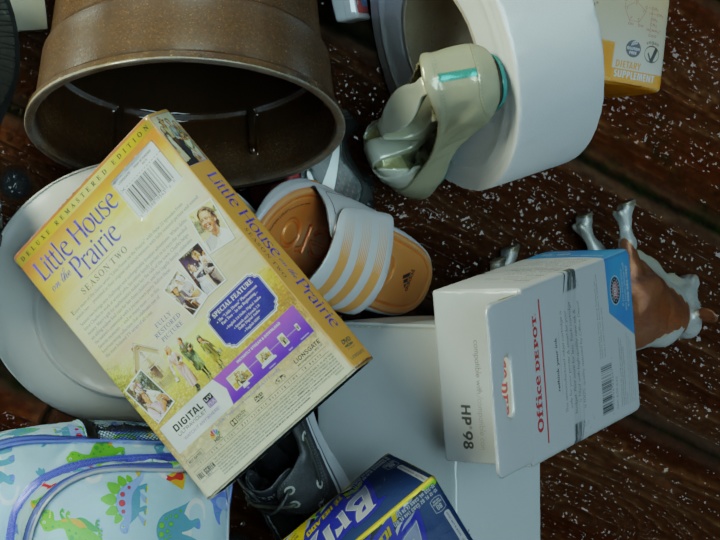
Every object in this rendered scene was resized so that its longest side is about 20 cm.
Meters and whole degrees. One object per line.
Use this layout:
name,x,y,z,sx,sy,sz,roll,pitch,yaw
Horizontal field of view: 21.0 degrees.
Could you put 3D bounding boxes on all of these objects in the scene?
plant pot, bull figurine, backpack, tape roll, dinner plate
plant pot,-0.109,-0.179,1.244,0.200,0.200,0.198,9,68,-24
bull figurine,0.175,0.021,1.451,0.200,0.065,0.121,-24,97,-24
backpack,-0.183,0.186,1.251,0.200,0.147,0.183,4,88,-21
tape roll,0.083,-0.159,1.333,0.071,0.202,0.203,-20,99,-23
dinner plate,-0.148,0.022,1.280,0.200,0.024,0.200,-3,116,-7

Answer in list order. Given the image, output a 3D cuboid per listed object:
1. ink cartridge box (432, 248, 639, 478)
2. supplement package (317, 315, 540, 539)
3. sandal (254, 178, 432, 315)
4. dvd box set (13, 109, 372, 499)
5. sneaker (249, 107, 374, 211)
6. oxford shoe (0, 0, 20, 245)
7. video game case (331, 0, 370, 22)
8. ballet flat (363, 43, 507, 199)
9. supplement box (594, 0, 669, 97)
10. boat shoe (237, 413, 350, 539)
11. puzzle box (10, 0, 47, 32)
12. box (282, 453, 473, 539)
ink cartridge box,0.108,0.057,1.269,0.200,0.067,0.116,-16,104,-55
supplement package,0.048,0.133,1.347,0.117,0.117,0.200,-3,93,-54
sandal,0.003,-0.008,1.303,0.207,0.059,0.079,15,94,-52
dvd box set,-0.106,0.022,1.191,0.200,0.146,0.029,50,28,6
sneaker,-0.034,-0.027,1.352,0.098,0.071,0.201,-3,94,-26
oxford shoe,-0.265,-0.094,1.243,0.073,0.084,0.200,8,85,-22
video game case,-0.024,-0.269,1.319,0.017,0.143,0.200,-11,96,4
ballet flat,0.035,-0.096,1.313,0.069,0.200,0.070,6,67,-14
supplement box,0.162,-0.236,1.433,0.126,0.074,0.200,7,88,-24
boat shoe,-0.054,0.125,1.273,0.066,0.070,0.200,-43,125,-57
puzzle box,-0.307,-0.213,1.254,0.200,0.025,0.133,-6,93,-24
box,-0.026,0.206,1.211,0.200,0.064,0.070,-39,114,-17
